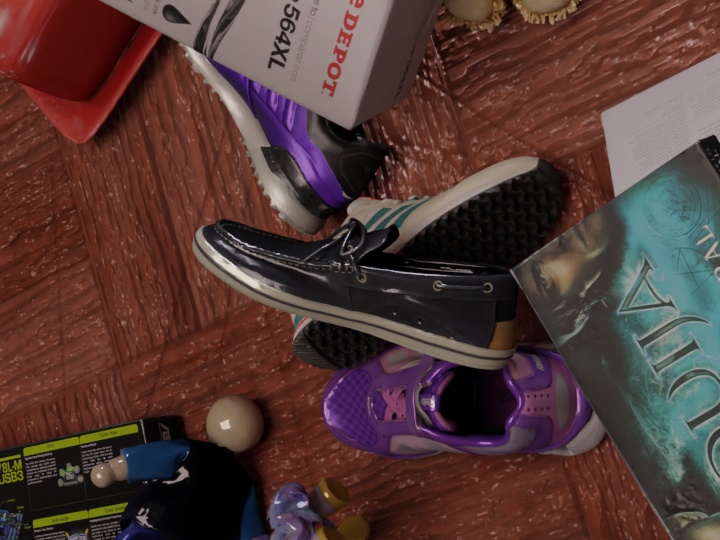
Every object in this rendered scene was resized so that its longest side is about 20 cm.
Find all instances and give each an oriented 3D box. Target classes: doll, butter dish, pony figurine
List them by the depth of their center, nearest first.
[{"bbox_3d":[-0.075,0.217,1.228,0.200,0.193,0.167,-43,58,19],"label":"pony figurine"},{"bbox_3d":[-0.128,0.170,1.310,0.201,0.136,0.048,-56,23,-9],"label":"doll"},{"bbox_3d":[-0.233,-0.220,1.364,0.200,0.147,0.200,50,117,24],"label":"butter dish"}]

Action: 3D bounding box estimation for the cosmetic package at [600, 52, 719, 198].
[{"bbox_3d":[0.231,-0.054,1.059,0.199,0.052,0.152,-26,53,34],"label":"cosmetic package"}]

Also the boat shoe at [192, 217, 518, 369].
[{"bbox_3d":[0.000,0.000,1.141,0.198,0.075,0.063,17,105,8],"label":"boat shoe"}]

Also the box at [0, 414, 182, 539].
[{"bbox_3d":[-0.199,0.214,1.410,0.199,0.047,0.195,-15,80,35],"label":"box"}]

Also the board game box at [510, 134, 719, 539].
[{"bbox_3d":[0.181,0.050,1.027,0.135,0.028,0.201,-36,81,32],"label":"board game box"}]

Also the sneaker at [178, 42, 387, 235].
[{"bbox_3d":[-0.044,-0.132,1.283,0.099,0.069,0.201,-36,74,24],"label":"sneaker"}]

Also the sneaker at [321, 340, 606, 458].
[{"bbox_3d":[0.049,0.078,1.200,0.199,0.088,0.081,-4,90,37],"label":"sneaker"}]

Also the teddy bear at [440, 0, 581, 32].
[{"bbox_3d":[0.086,-0.244,1.190,0.144,0.067,0.202,-22,85,39],"label":"teddy bear"}]

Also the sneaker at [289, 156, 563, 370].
[{"bbox_3d":[0.031,-0.026,1.222,0.199,0.070,0.094,-36,44,19],"label":"sneaker"}]

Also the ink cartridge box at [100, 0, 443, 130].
[{"bbox_3d":[-0.050,-0.198,1.185,0.199,0.084,0.147,28,119,16],"label":"ink cartridge box"}]
